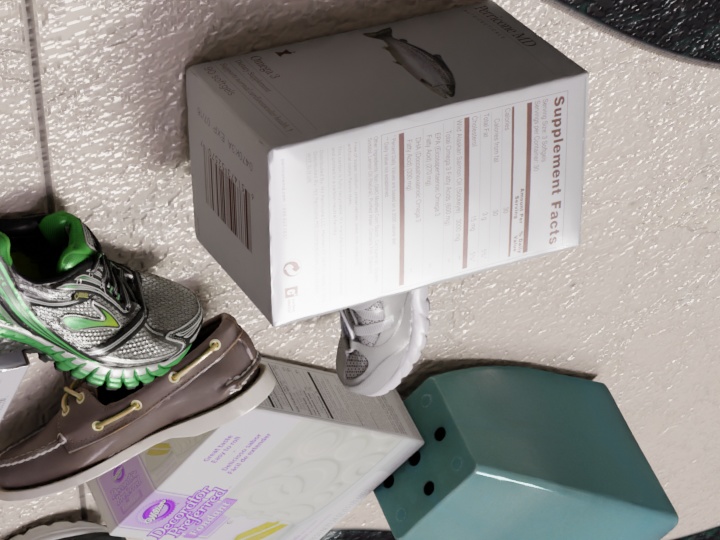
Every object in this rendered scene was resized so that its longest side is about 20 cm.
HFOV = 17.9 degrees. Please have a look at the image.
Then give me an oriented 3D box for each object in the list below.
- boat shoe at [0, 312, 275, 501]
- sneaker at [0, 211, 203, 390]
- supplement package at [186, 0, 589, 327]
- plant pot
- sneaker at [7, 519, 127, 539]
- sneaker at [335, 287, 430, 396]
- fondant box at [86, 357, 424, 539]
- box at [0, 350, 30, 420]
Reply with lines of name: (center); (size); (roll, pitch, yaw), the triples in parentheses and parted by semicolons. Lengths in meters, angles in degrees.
boat shoe: (-0.155, 0.089, 1.475); (0.200, 0.072, 0.060); (-23, 109, 14)
sneaker: (-0.165, 0.014, 1.342); (0.200, 0.078, 0.085); (12, 130, -46)
supplement package: (0.015, -0.065, 1.309); (0.200, 0.117, 0.117); (-15, 123, -23)
plant pot: (0.104, 0.159, 1.713); (0.200, 0.141, 0.141); (19, 125, -45)
sneaker: (-0.249, 0.244, 1.600); (0.200, 0.085, 0.075); (-22, 149, -11)
sneaker: (0.000, 0.000, 1.474); (0.082, 0.075, 0.200); (-7, 132, -21)
fondant box: (-0.073, 0.131, 1.605); (0.144, 0.058, 0.200); (-44, 144, 24)
box: (-0.314, 0.094, 1.360); (0.200, 0.041, 0.156); (-9, 150, -31)
